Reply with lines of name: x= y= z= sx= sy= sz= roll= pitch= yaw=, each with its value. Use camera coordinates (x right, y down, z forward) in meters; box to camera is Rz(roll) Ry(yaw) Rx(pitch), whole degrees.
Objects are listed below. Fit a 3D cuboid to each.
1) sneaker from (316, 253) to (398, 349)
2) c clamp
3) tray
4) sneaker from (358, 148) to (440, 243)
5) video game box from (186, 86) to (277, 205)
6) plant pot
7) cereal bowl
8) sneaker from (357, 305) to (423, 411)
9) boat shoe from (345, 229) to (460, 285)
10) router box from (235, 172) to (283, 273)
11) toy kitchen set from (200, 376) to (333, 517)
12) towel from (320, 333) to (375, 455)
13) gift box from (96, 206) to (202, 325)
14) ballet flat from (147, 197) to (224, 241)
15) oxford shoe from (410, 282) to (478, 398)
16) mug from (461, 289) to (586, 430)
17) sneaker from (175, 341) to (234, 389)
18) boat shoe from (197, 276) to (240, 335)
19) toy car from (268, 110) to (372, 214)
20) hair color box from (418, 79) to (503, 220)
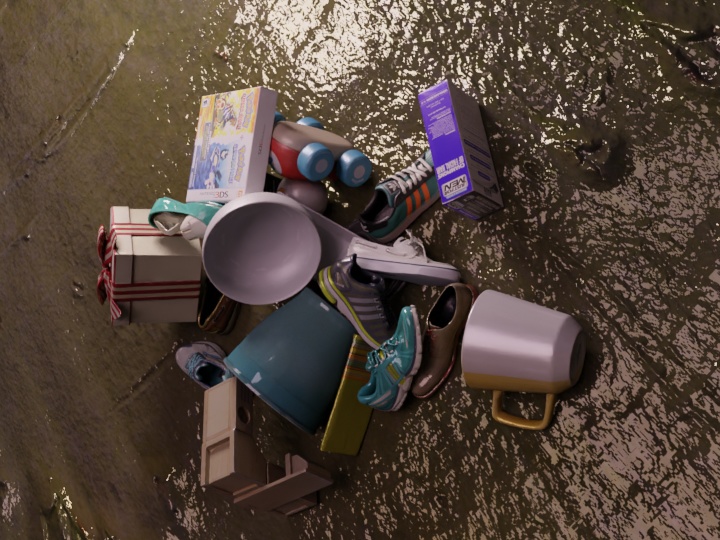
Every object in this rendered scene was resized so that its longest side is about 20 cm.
sneaker: x=0.020 y=0.057 z=1.570 sx=0.200 sy=0.074 sz=0.081 roll=44 pitch=122 yaw=-10
c clamp: x=0.000 y=0.000 z=1.684 sx=0.199 sy=0.027 sz=0.172 roll=32 pitch=93 yaw=37
tray: x=-0.080 y=-0.045 z=1.669 sx=0.199 sy=0.022 sz=0.108 roll=30 pitch=104 yaw=6
sneaker: x=0.077 y=-0.136 z=1.618 sx=0.200 sy=0.080 sz=0.071 roll=-50 pitch=54 yaw=9
video game box: x=-0.228 y=-0.213 z=1.688 sx=0.181 sy=0.047 sz=0.202 roll=3 pitch=83 yaw=45
plant pot: x=-0.096 y=0.141 z=1.626 sx=0.200 sy=0.200 sz=0.188 roll=36 pitch=85 yaw=35
cereal bowl: x=-0.167 y=-0.046 z=1.616 sx=0.200 sy=0.199 sz=0.084 roll=-46 pitch=27 yaw=17
sneaker: x=0.050 y=0.145 z=1.530 sx=0.078 sy=0.079 sz=0.201 roll=-103 pitch=26 yaw=-58
boat shoe: x=0.074 y=-0.029 z=1.594 sx=0.200 sy=0.075 sz=0.087 roll=8 pitch=78 yaw=24
router box: x=-0.185 y=-0.078 z=1.755 sx=0.051 sy=0.149 sz=0.202 roll=-8 pitch=74 yaw=33
toy kitchen set: x=-0.140 y=0.289 z=1.622 sx=0.162 sy=0.200 sz=0.182 roll=-27 pitch=49 yaw=29
towel: x=-0.009 y=0.207 z=1.601 sx=0.018 sy=0.086 sz=0.202 roll=18 pitch=90 yaw=50
gift box: x=-0.398 y=-0.008 z=1.802 sx=0.200 sy=0.185 sz=0.186 roll=-115 pitch=29 yaw=-56
ballet flat: x=-0.307 y=-0.085 z=1.707 sx=0.199 sy=0.068 sz=0.071 roll=10 pitch=57 yaw=40
oxford shoe: x=0.118 y=0.109 z=1.539 sx=0.070 sy=0.075 sz=0.202 roll=24 pitch=94 yaw=34
mug: x=0.251 y=0.126 z=1.425 sx=0.152 sy=0.187 sz=0.150 roll=9 pitch=51 yaw=28
sneaker: x=-0.289 y=0.181 z=1.807 sx=0.199 sy=0.086 sz=0.078 roll=20 pitch=90 yaw=37
boat shoe: x=-0.257 y=0.023 z=1.833 sx=0.071 sy=0.068 sz=0.202 roll=9 pitch=84 yaw=36
toy car: x=-0.111 y=-0.155 z=1.719 sx=0.184 sy=0.176 sz=0.201 roll=39 pitch=114 yaw=41
hair color box: x=0.162 y=-0.194 z=1.558 sx=0.064 sy=0.109 sz=0.202 roll=-24 pitch=66 yaw=29
